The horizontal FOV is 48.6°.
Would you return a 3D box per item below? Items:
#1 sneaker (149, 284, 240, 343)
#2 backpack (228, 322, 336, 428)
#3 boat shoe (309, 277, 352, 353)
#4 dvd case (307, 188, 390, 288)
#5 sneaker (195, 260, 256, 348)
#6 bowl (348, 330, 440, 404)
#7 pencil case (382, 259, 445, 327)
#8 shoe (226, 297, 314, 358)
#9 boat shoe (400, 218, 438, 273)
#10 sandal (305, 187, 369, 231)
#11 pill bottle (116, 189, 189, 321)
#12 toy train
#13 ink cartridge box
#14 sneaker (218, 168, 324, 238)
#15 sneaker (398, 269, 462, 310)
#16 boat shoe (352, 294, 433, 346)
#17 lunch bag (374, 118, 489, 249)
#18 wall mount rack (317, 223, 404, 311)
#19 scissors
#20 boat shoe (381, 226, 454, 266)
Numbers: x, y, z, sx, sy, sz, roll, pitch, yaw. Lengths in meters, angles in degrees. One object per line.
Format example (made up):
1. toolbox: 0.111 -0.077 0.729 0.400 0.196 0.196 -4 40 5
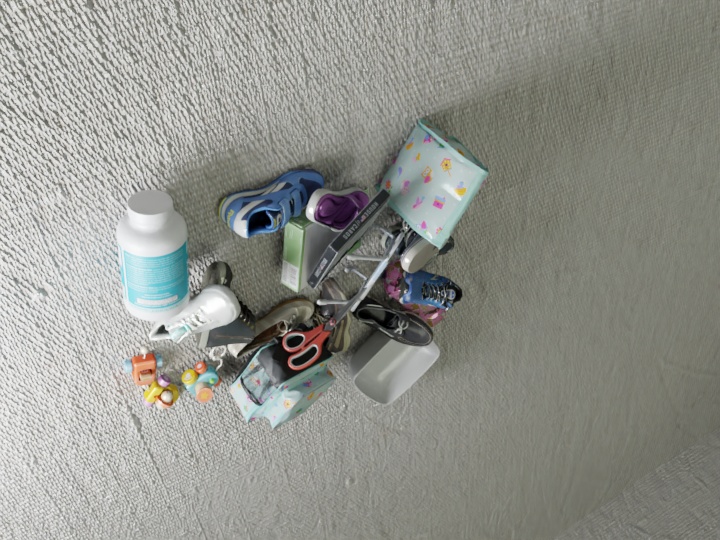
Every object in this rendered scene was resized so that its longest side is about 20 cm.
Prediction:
1. sneaker: -0.285 0.086 1.355 0.076 0.198 0.089 58 43 -14
2. backpack: -0.159 0.219 1.577 0.199 0.155 0.175 -36 175 42
3. boat shoe: -0.062 0.103 1.640 0.072 0.075 0.202 -23 134 -19
4. dvd case: -0.024 -0.053 1.427 0.151 0.025 0.200 -48 178 -24
5. sneaker: -0.235 0.059 1.451 0.105 0.075 0.202 0 136 -24
6. bowl: 0.068 0.200 1.832 0.200 0.075 0.200 -45 140 2
7. pencil case: 0.120 0.053 1.738 0.085 0.084 0.200 -18 146 20
8. shoe: -0.174 0.116 1.576 0.198 0.053 0.071 -23 137 -21
9. boat shoe: 0.105 -0.065 1.560 0.200 0.092 0.075 -34 154 -56
10. sandal: -0.030 -0.103 1.430 0.202 0.049 0.084 -10 125 -60
11. pill bottle: -0.331 -0.026 1.279 0.109 0.111 0.202 -16 134 -27
12. toy train: -0.344 0.205 1.504 0.197 0.056 0.152 -5 131 -28
13. ink cartridge box: -0.067 -0.067 1.510 0.200 0.048 0.147 -39 147 -43
14. sneaker: -0.142 -0.111 1.380 0.198 0.082 0.075 -26 137 -21
15. sneaker: 0.147 0.036 1.624 0.199 0.088 0.080 2 97 -56
16. boat shoe: 0.069 0.117 1.690 0.198 0.063 0.073 27 105 -11
17. lunch bag: 0.143 -0.156 1.472 0.121 0.200 0.172 20 111 -38
18. wall mount rack: 0.000 0.000 1.517 0.201 0.074 0.174 -57 180 30
19. scissors: -0.056 0.111 1.487 0.198 0.074 0.014 -31 160 -4
20. boat shoe: 0.133 -0.053 1.668 0.198 0.062 0.076 8 116 -44
